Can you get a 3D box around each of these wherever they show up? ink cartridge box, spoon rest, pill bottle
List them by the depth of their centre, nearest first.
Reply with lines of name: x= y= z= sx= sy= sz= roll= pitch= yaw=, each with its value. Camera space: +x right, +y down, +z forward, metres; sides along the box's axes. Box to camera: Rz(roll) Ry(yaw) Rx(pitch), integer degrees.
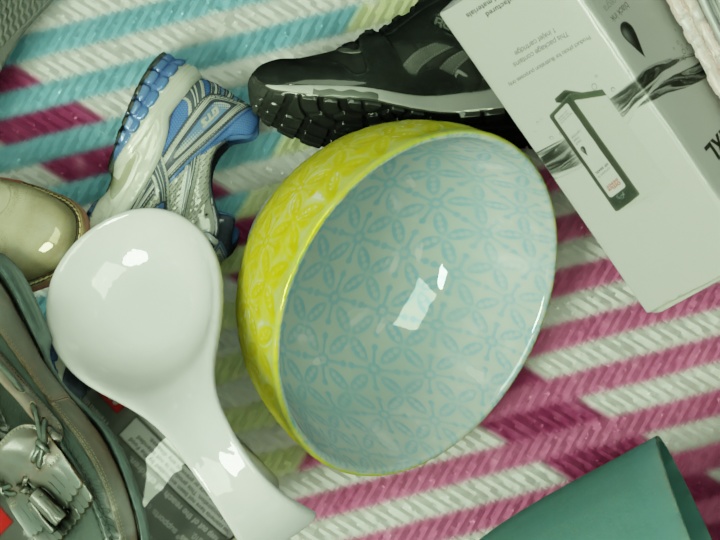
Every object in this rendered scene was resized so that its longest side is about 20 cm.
spoon rest: x=-0.093 y=0.052 z=1.290 sx=0.099 sy=0.061 sz=0.200 roll=-36 pitch=65 yaw=4
ink cartridge box: x=0.154 y=-0.101 z=1.356 sx=0.084 sy=0.146 sz=0.200 roll=-30 pitch=100 yaw=38
pill bottle: x=-0.150 y=0.149 z=1.367 sx=0.114 sy=0.114 sz=0.200 roll=44 pitch=86 yaw=1

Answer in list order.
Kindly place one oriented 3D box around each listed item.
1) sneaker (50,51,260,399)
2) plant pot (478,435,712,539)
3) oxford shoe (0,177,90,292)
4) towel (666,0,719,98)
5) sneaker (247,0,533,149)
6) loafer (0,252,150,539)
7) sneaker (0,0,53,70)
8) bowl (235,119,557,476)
sneaker: x=-0.113 y=-0.017 z=1.399 sx=0.085 sy=0.077 sz=0.200 roll=22 pitch=86 yaw=-5
plant pot: x=0.124 y=0.211 z=1.338 sx=0.161 sy=0.201 sz=0.201 roll=-24 pitch=88 yaw=7
oxford shoe: x=-0.245 y=-0.026 z=1.363 sx=0.200 sy=0.074 sz=0.071 roll=3 pitch=77 yaw=19
towel: x=0.217 y=-0.161 z=1.376 sx=0.032 sy=0.191 sz=0.200 roll=-28 pitch=88 yaw=33
sneaker: x=0.034 y=-0.118 z=1.418 sx=0.200 sy=0.076 sz=0.088 roll=1 pitch=72 yaw=-11
loafer: x=-0.178 y=0.080 z=1.289 sx=0.072 sy=0.063 sz=0.200 roll=-48 pitch=62 yaw=36
sneaker: x=-0.238 y=-0.166 z=1.405 sx=0.118 sy=0.074 sz=0.201 roll=23 pitch=72 yaw=20
bowl: x=0.000 y=0.000 z=1.373 sx=0.108 sy=0.200 sz=0.200 roll=30 pitch=84 yaw=43
